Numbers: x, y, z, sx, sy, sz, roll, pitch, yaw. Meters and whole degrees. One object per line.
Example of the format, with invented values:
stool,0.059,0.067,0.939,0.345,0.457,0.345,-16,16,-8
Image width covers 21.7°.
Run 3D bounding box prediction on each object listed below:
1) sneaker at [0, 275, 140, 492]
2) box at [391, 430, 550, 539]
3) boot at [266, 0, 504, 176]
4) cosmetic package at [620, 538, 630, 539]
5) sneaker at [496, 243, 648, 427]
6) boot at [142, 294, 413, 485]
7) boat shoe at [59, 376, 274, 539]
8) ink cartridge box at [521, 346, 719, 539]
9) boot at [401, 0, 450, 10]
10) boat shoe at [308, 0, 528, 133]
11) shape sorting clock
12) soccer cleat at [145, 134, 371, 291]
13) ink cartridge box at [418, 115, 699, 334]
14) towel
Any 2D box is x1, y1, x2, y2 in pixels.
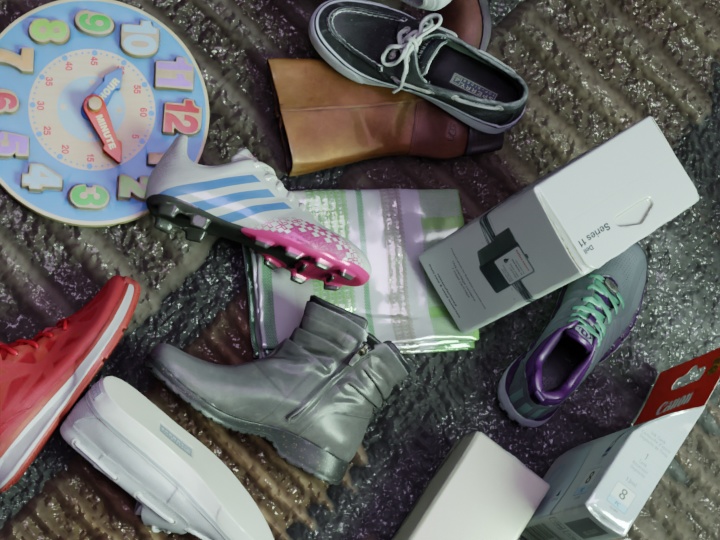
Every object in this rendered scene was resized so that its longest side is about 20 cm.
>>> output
sneaker,-0.267,0.064,1.485,0.115,0.078,0.201,35,69,-6
box,0.066,0.237,1.537,0.082,0.068,0.200,38,69,-4
boot,0.015,-0.182,1.647,0.199,0.068,0.190,-5,85,-9
cosmetic package,0.215,0.336,1.544,0.107,0.085,0.201,-26,83,-20
sneaker,0.199,0.049,1.611,0.074,0.088,0.200,37,70,-4
boot,-0.067,0.074,1.526,0.199,0.070,0.132,30,90,-18
boat shoe,-0.155,0.172,1.494,0.068,0.072,0.200,-42,112,15
ink cartridge box,0.220,0.137,1.556,0.047,0.160,0.200,37,69,-5
boot,-0.019,-0.266,1.616,0.095,0.074,0.200,-39,59,-23
boat shoe,0.049,-0.179,1.581,0.199,0.068,0.074,31,77,4
shape sorting clock,-0.225,-0.135,1.567,0.199,0.039,0.201,4,75,-15
soccer cleat,-0.076,-0.052,1.541,0.199,0.070,0.087,21,70,-9
ink cartridge box,0.162,-0.036,1.549,0.146,0.200,0.083,-31,90,-31
towel,0.000,0.000,1.600,0.199,0.031,0.150,-3,78,-16
